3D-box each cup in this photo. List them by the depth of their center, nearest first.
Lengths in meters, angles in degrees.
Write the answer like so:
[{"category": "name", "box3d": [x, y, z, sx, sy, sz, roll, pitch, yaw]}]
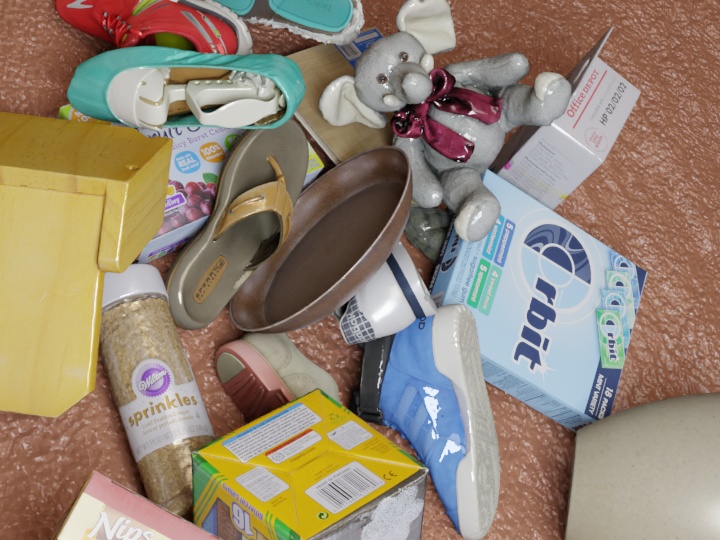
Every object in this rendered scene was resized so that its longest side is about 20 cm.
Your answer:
[{"category": "cup", "box3d": [0.250, 0.197, 1.113, 0.142, 0.201, 0.202, 6, 55, 10]}]

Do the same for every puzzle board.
[{"category": "puzzle board", "box3d": [0.006, -0.158, 1.256, 0.151, 0.017, 0.200, 50, 38, 7]}]

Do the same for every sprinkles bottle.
[{"category": "sprinkles bottle", "box3d": [-0.159, 0.097, 1.015, 0.068, 0.068, 0.202, -11, 68, -32]}]

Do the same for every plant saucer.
[{"category": "plant saucer", "box3d": [-0.027, -0.020, 1.081, 0.032, 0.199, 0.201, 44, 49, -25]}]

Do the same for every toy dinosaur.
[{"category": "toy dinosaur", "box3d": [0.064, -0.055, 1.236, 0.200, 0.048, 0.088, 41, 59, 4]}]

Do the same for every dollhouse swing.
[{"category": "dollhouse swing", "box3d": [-0.261, -0.011, 1.002, 0.198, 0.178, 0.182, 6, 20, 5]}]

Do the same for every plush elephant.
[{"category": "plush elephant", "box3d": [0.061, -0.153, 1.161, 0.154, 0.165, 0.200, 32, 6, -32]}]

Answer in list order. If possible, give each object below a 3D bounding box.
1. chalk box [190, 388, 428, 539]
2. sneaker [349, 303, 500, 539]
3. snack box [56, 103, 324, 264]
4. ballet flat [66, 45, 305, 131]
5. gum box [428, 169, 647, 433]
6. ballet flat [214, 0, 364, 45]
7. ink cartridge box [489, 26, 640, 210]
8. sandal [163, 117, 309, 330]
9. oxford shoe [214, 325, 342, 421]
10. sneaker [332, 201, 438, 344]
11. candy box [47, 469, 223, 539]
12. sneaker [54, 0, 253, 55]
[{"category": "chalk box", "box3d": [-0.040, 0.215, 0.953, 0.124, 0.202, 0.123, -24, 42, -38]}, {"category": "sneaker", "box3d": [0.051, 0.131, 1.109, 0.077, 0.110, 0.202, -32, 114, -63]}, {"category": "snack box", "box3d": [-0.150, -0.104, 1.145, 0.199, 0.053, 0.143, -26, 75, -36]}, {"category": "ballet flat", "box3d": [-0.143, -0.144, 1.060, 0.198, 0.068, 0.071, -2, 32, -4]}, {"category": "gum box", "box3d": [0.161, 0.030, 1.202, 0.199, 0.044, 0.171, 31, 62, -19]}, {"category": "ballet flat", "box3d": [-0.086, -0.263, 1.262, 0.198, 0.072, 0.072, 25, 51, 11]}, {"category": "ink cartridge box", "box3d": [0.194, -0.125, 1.244, 0.068, 0.200, 0.115, 36, 52, -4]}, {"category": "sandal", "box3d": [-0.093, -0.037, 1.088, 0.080, 0.054, 0.201, 42, 70, -39]}, {"category": "oxford shoe", "box3d": [-0.031, 0.124, 1.065, 0.074, 0.071, 0.200, -33, 81, -40]}, {"category": "sneaker", "box3d": [0.000, 0.000, 1.112, 0.080, 0.200, 0.077, -32, 111, 0]}, {"category": "candy box", "box3d": [-0.161, 0.214, 0.861, 0.115, 0.200, 0.056, 30, 53, -8]}, {"category": "sneaker", "box3d": [-0.191, -0.212, 1.134, 0.198, 0.078, 0.085, 20, 43, 20]}]
